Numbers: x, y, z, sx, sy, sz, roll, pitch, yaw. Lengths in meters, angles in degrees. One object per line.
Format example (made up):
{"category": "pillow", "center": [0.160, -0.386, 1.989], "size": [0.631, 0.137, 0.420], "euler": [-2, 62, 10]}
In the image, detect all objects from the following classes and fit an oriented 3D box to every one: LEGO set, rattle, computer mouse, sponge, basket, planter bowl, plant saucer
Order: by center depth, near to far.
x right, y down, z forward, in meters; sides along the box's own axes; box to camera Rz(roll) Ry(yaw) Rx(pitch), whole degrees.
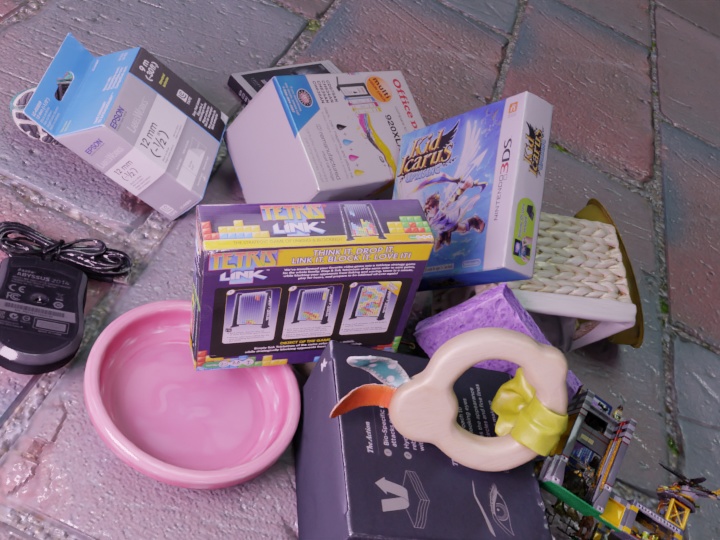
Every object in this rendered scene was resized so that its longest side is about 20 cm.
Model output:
{"category": "rattle", "center": [0.078, 0.095, 0.754], "size": [0.198, 0.131, 0.143], "euler": [-2, 30, 4]}
{"category": "plant saucer", "center": [-0.156, 0.118, 0.784], "size": [0.199, 0.051, 0.201], "euler": [16, 43, -15]}
{"category": "computer mouse", "center": [-0.297, 0.036, 0.793], "size": [0.138, 0.053, 0.200], "euler": [17, 31, -16]}
{"category": "LEGO set", "center": [0.238, 0.200, 0.833], "size": [0.199, 0.154, 0.116], "euler": [30, 65, 3]}
{"category": "sponge", "center": [0.156, 0.112, 0.867], "size": [0.200, 0.111, 0.030], "euler": [51, 33, -15]}
{"category": "basket", "center": [0.190, 0.012, 0.955], "size": [0.199, 0.135, 0.124], "euler": [8, 67, -25]}
{"category": "planter bowl", "center": [0.290, 0.015, 1.094], "size": [0.083, 0.201, 0.201], "euler": [-16, 48, 4]}

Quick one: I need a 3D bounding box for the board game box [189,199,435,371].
{"category": "board game box", "center": [-0.050, 0.015, 0.760], "size": [0.199, 0.166, 0.057], "euler": [-2, 47, -17]}

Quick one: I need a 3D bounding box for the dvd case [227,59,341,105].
{"category": "dvd case", "center": [-0.074, -0.247, 1.234], "size": [0.199, 0.025, 0.150], "euler": [-21, 60, -43]}

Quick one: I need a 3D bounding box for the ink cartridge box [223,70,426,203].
{"category": "ink cartridge box", "center": [-0.032, -0.142, 1.025], "size": [0.199, 0.144, 0.148], "euler": [-14, 77, -39]}

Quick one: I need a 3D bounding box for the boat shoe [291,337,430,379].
{"category": "boat shoe", "center": [0.013, 0.097, 0.889], "size": [0.200, 0.074, 0.063], "euler": [21, 42, -19]}

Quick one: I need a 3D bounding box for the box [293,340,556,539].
{"category": "box", "center": [0.049, 0.189, 0.778], "size": [0.199, 0.118, 0.197], "euler": [13, 42, -20]}

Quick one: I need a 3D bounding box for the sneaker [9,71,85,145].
{"category": "sneaker", "center": [-0.336, -0.204, 1.015], "size": [0.079, 0.078, 0.200], "euler": [25, 31, 26]}

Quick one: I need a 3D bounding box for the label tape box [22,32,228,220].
{"category": "label tape box", "center": [-0.255, -0.174, 0.950], "size": [0.200, 0.066, 0.144], "euler": [39, 41, -31]}

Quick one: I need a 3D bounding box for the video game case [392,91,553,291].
{"category": "video game case", "center": [0.106, -0.075, 0.889], "size": [0.045, 0.199, 0.183], "euler": [19, 74, -33]}

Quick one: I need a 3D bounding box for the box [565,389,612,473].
{"category": "box", "center": [0.188, 0.139, 0.977], "size": [0.200, 0.032, 0.121], "euler": [37, 39, 8]}
